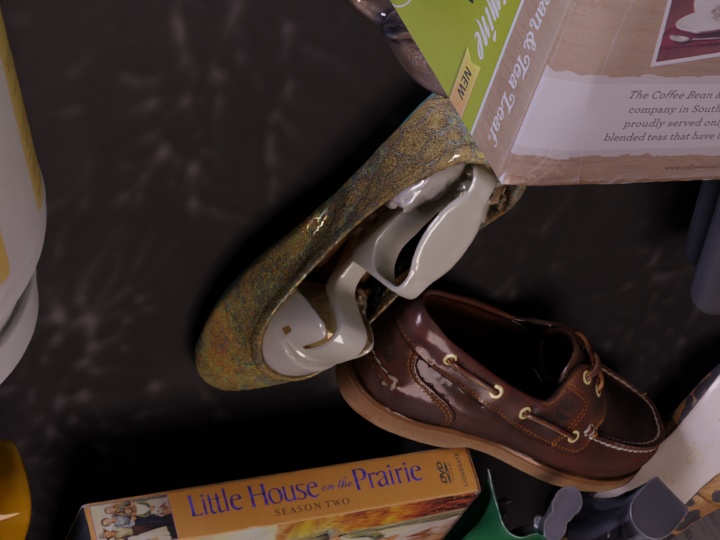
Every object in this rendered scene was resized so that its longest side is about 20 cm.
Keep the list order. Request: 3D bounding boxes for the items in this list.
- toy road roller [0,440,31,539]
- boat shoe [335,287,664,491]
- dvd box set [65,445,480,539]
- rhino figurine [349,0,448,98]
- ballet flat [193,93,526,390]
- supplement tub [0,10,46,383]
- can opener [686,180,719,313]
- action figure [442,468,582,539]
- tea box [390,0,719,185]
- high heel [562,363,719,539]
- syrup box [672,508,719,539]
[{"bbox_3d":[-0.217,0.176,0.951,0.122,0.146,0.200,-1,133,-28],"label":"toy road roller"},{"bbox_3d":[0.084,0.058,1.052,0.199,0.071,0.070,15,128,-38],"label":"boat shoe"},{"bbox_3d":[-0.054,0.142,1.064,0.199,0.030,0.146,-6,153,-23],"label":"dvd box set"},{"bbox_3d":[0.092,-0.109,0.870,0.199,0.088,0.060,-6,138,-30],"label":"rhino figurine"},{"bbox_3d":[0.000,0.000,0.951,0.200,0.071,0.071,-45,137,19],"label":"ballet flat"},{"bbox_3d":[-0.189,-0.048,0.737,0.145,0.146,0.200,-18,138,-12],"label":"supplement tub"},{"bbox_3d":[0.192,-0.046,0.972,0.066,0.053,0.200,3,148,-5],"label":"can opener"},{"bbox_3d":[0.076,0.165,1.126,0.055,0.118,0.200,-34,177,-26],"label":"action figure"},{"bbox_3d":[0.116,-0.143,0.766,0.199,0.197,0.134,-2,133,-26],"label":"tea box"},{"bbox_3d":[0.195,0.098,1.187,0.200,0.072,0.143,-34,175,-22],"label":"high heel"},{"bbox_3d":[0.268,0.125,1.214,0.200,0.082,0.079,-45,138,18],"label":"syrup box"}]
